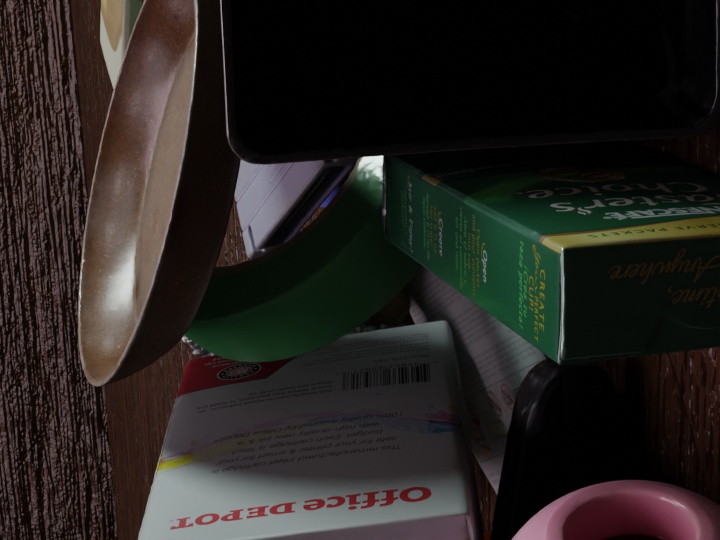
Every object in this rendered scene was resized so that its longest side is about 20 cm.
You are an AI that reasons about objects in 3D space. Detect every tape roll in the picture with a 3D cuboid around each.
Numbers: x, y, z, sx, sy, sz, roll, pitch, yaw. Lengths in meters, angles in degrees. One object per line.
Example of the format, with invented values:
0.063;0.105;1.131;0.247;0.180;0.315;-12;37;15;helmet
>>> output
-0.038;-0.053;0.833;0.048;0.200;0.201;39;-160;-43;tape roll

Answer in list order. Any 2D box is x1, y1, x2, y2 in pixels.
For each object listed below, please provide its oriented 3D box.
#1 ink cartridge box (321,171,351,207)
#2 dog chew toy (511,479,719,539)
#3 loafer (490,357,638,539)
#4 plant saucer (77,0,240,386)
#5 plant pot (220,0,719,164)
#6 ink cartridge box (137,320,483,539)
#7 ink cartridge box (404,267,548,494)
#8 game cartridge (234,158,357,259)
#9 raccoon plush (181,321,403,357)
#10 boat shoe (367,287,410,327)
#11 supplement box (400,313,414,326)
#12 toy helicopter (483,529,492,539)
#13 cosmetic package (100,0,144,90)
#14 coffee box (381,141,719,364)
-0.041;-0.141;1.111;0.197;0.047;0.202;-169;75;-72;ink cartridge box
0.116;0.188;0.666;0.125;0.123;0.202;-125;24;-59;dog chew toy
0.089;0.129;0.793;0.072;0.072;0.202;-138;44;-56;loafer
-0.092;-0.043;0.754;0.200;0.034;0.202;-168;90;-70;plant saucer
0.036;-0.169;0.685;0.178;0.198;0.201;-107;14;-72;plant pot
-0.013;0.136;0.765;0.200;0.144;0.146;-86;-13;-69;ink cartridge box
0.080;0.028;0.884;0.201;0.047;0.160;64;161;6;ink cartridge box
-0.047;-0.100;1.025;0.200;0.038;0.131;136;128;-64;game cartridge
-0.020;0.065;0.942;0.200;0.097;0.134;43;168;3;raccoon plush
0.000;0.000;0.924;0.076;0.072;0.200;41;161;-4;boat shoe
-0.003;0.112;1.062;0.061;0.108;0.202;113;147;-61;supplement box
0.064;0.248;0.869;0.133;0.078;0.201;57;-155;-24;toy helicopter
-0.092;-0.194;0.912;0.201;0.104;0.071;102;154;-43;cosmetic package
0.094;-0.015;0.642;0.200;0.122;0.044;-139;47;-69;coffee box
